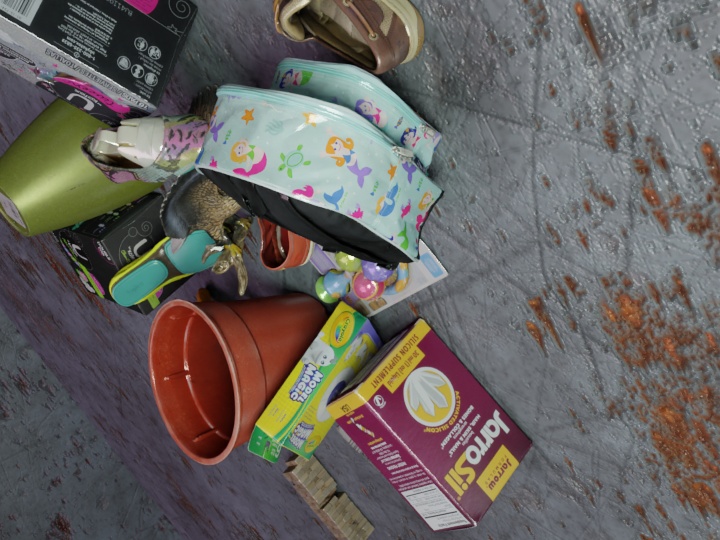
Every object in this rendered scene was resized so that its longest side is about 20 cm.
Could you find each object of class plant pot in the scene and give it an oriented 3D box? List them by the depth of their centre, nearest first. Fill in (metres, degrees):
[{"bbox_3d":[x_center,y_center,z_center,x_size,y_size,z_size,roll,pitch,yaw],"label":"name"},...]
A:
[{"bbox_3d":[-0.139,0.119,0.965,0.199,0.193,0.205,13,109,43],"label":"plant pot"},{"bbox_3d":[-0.412,-0.143,1.046,0.186,0.200,0.189,31,145,25],"label":"plant pot"}]

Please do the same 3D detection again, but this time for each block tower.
[{"bbox_3d":[-0.063,0.425,1.385,0.201,0.054,0.058,51,149,-4],"label":"block tower"}]

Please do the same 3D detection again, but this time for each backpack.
[{"bbox_3d":[-0.034,-0.094,0.640,0.176,0.153,0.199,20,-177,38],"label":"backpack"}]

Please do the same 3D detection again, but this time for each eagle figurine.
[{"bbox_3d":[-0.180,-0.097,0.893,0.151,0.151,0.201,34,159,38],"label":"eagle figurine"}]

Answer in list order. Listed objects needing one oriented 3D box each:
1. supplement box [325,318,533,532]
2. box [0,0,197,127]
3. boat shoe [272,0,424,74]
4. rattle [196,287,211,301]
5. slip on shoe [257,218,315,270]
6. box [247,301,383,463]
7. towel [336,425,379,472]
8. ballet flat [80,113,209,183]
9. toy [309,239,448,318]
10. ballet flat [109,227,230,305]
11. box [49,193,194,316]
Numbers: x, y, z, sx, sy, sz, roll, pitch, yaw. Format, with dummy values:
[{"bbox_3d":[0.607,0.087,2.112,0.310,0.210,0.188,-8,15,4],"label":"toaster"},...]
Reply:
[{"bbox_3d":[0.078,0.182,0.868,0.200,0.131,0.103,47,148,-1],"label":"supplement box"},{"bbox_3d":[-0.295,-0.255,0.773,0.198,0.134,0.114,28,160,-29],"label":"box"},{"bbox_3d":[-0.042,-0.228,0.619,0.199,0.072,0.072,40,148,12],"label":"boat shoe"},{"bbox_3d":[-0.174,0.076,1.165,0.197,0.143,0.132,-22,106,19],"label":"rattle"},{"bbox_3d":[-0.084,-0.083,0.830,0.074,0.061,0.203,31,133,28],"label":"slip on shoe"},{"bbox_3d":[-0.052,0.146,0.896,0.048,0.201,0.118,32,169,23],"label":"box"},{"bbox_3d":[0.054,0.264,1.081,0.192,0.034,0.201,43,148,9],"label":"towel"},{"bbox_3d":[-0.235,-0.130,0.781,0.198,0.070,0.071,1,166,44],"label":"ballet flat"},{"bbox_3d":[0.000,0.000,0.843,0.116,0.047,0.199,50,149,-5],"label":"toy"},{"bbox_3d":[-0.271,-0.019,1.065,0.067,0.198,0.067,58,-173,-26],"label":"ballet flat"},{"bbox_3d":[-0.383,-0.038,1.199,0.198,0.124,0.150,13,137,42],"label":"box"}]
